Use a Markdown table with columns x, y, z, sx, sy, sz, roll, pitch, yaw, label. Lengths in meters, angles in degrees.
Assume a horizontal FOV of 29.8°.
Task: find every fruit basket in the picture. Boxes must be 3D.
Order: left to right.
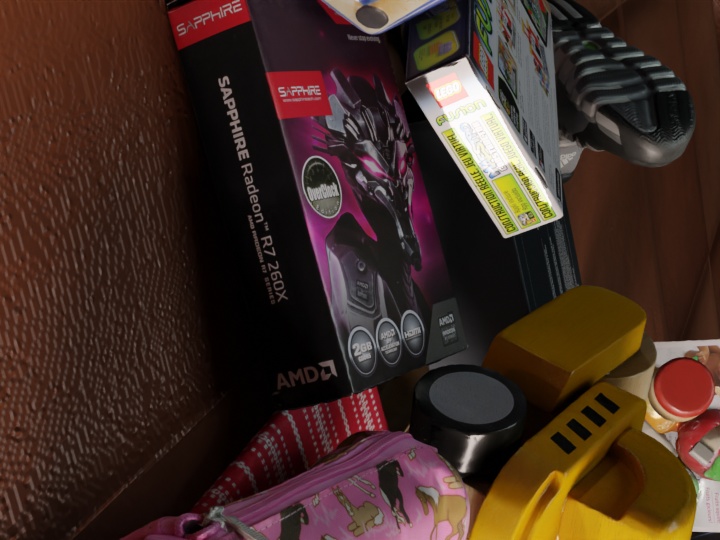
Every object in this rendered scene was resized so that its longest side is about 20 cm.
| x | y | z | sx | sy | sz | roll | pitch | yaw | label |
| --- | --- | --- | --- | --- | --- | --- | --- | --- | --- |
| 0.299 | 0.159 | 1.274 | 0.094 | 0.200 | 0.185 | -11 | 96 | -53 | fruit basket |

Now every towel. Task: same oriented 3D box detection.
| x | y | z | sx | sy | sz | roll | pitch | yaw | label |
| --- | --- | --- | --- | --- | --- | --- | --- | --- | --- |
| -0.031 | 0.138 | 0.663 | 0.200 | 0.022 | 0.145 | -48 | 130 | -52 | towel |

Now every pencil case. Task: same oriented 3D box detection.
| x | y | z | sx | sy | sz | roll | pitch | yaw | label |
| --- | --- | --- | --- | --- | --- | --- | --- | --- | --- |
| -0.026 | 0.124 | 0.567 | 0.083 | 0.087 | 0.200 | 58 | 26 | 11 | pencil case |

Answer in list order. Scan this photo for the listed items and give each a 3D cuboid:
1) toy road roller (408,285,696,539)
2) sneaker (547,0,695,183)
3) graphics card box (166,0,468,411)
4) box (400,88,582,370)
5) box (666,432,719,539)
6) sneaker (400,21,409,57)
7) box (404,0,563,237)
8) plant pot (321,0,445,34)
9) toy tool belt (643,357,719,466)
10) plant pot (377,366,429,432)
| x | y | z | sx | sy | sz | roll | pitch | yaw | label |
| --- | --- | --- | --- | --- | --- | --- | --- | --- | --- |
| 0.118 | 0.110 | 0.712 | 0.200 | 0.146 | 0.123 | -30 | 136 | -45 | toy road roller |
| 0.156 | -0.096 | 0.919 | 0.200 | 0.075 | 0.116 | -117 | -153 | -50 | sneaker |
| -0.017 | -0.041 | 0.670 | 0.125 | 0.051 | 0.200 | -13 | 89 | -59 | graphics card box |
| 0.082 | -0.024 | 0.862 | 0.141 | 0.079 | 0.200 | -57 | 136 | -61 | box |
| 0.419 | 0.297 | 1.685 | 0.164 | 0.086 | 0.200 | 30 | 58 | -64 | box |
| 0.060 | -0.193 | 0.922 | 0.088 | 0.075 | 0.200 | -51 | 131 | -60 | sneaker |
| 0.068 | -0.124 | 0.727 | 0.110 | 0.035 | 0.200 | 53 | 27 | -33 | box |
| 0.021 | -0.235 | 0.613 | 0.200 | 0.200 | 0.180 | 35 | 55 | -29 | plant pot |
| 0.192 | 0.156 | 1.057 | 0.200 | 0.125 | 0.123 | -48 | 171 | -11 | toy tool belt |
| 0.000 | 0.000 | 0.794 | 0.200 | 0.027 | 0.200 | -5 | 90 | -69 | plant pot |
